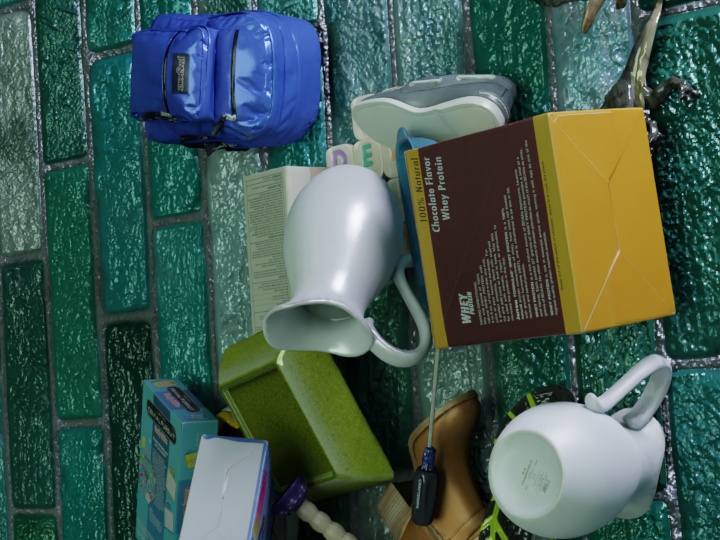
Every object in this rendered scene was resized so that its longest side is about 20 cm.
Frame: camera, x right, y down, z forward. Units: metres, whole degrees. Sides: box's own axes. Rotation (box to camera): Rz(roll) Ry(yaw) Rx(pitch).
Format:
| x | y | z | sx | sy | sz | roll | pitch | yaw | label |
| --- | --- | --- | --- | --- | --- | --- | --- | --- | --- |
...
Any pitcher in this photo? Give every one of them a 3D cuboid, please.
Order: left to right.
| x | y | z | sx | sy | sz | roll | pitch | yaw | label |
| --- | --- | --- | --- | --- | --- | --- | --- | --- | --- |
| 0.000 | 0.000 | 1.626 | 0.122 | 0.170 | 0.201 | 121 | 166 | -48 | pitcher |
| 0.212 | 0.158 | 1.467 | 0.121 | 0.199 | 0.173 | 26 | 104 | 35 | pitcher |

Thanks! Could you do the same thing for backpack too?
| x | y | z | sx | sy | sz | roll | pitch | yaw | label |
| --- | --- | --- | --- | --- | --- | --- | --- | --- | --- |
| -0.151 | -0.209 | 1.787 | 0.199 | 0.167 | 0.164 | 6 | 100 | 35 | backpack |

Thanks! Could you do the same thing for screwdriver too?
| x | y | z | sx | sy | sz | roll | pitch | yaw | label |
| --- | --- | --- | --- | --- | --- | --- | --- | --- | --- |
| 0.072 | 0.161 | 1.587 | 0.029 | 0.028 | 0.202 | -138 | 50 | -59 | screwdriver |

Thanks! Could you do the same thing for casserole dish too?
| x | y | z | sx | sy | sz | roll | pitch | yaw | label |
| --- | --- | --- | --- | --- | --- | --- | --- | --- | --- |
| 0.074 | -0.050 | 1.634 | 0.121 | 0.038 | 0.202 | 171 | 90 | -82 | casserole dish |

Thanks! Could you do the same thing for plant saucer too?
| x | y | z | sx | sy | sz | roll | pitch | yaw | label |
| --- | --- | --- | --- | --- | --- | --- | --- | --- | --- |
| -0.074 | 0.162 | 1.719 | 0.200 | 0.048 | 0.201 | -27 | 92 | 56 | plant saucer |

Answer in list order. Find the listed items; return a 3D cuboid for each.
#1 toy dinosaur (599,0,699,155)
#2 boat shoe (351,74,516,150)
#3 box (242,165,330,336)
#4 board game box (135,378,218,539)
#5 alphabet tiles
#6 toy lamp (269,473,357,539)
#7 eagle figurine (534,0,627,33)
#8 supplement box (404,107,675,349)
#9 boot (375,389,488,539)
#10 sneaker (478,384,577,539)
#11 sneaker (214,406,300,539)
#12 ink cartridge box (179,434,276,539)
| x | y | z | sx | sy | sz | roll | pitch | yaw | label |
| --- | --- | --- | --- | --- | --- | --- | --- | --- | --- |
| 0.268 | -0.160 | 1.524 | 0.088 | 0.047 | 0.201 | 36 | 108 | 40 | toy dinosaur |
| 0.078 | -0.169 | 1.661 | 0.199 | 0.073 | 0.062 | 1 | 47 | 43 | boat shoe |
| -0.070 | -0.010 | 1.762 | 0.095 | 0.077 | 0.202 | -6 | 86 | 52 | box |
| -0.215 | 0.245 | 1.855 | 0.151 | 0.047 | 0.202 | -148 | 60 | -61 | board game box |
| 0.044 | -0.101 | 1.722 | 0.199 | 0.015 | 0.198 | -10 | 84 | 39 | alphabet tiles |
| -0.003 | 0.296 | 1.684 | 0.200 | 0.058 | 0.058 | 41 | 117 | -1 | toy lamp |
| 0.214 | -0.330 | 1.536 | 0.151 | 0.152 | 0.200 | -31 | 28 | -6 | eagle figurine |
| 0.167 | -0.038 | 1.513 | 0.199 | 0.132 | 0.199 | -11 | 88 | 50 | supplement box |
| 0.109 | 0.236 | 1.633 | 0.155 | 0.073 | 0.201 | 47 | 128 | 30 | boot |
| 0.172 | 0.212 | 1.585 | 0.075 | 0.076 | 0.202 | 12 | 79 | 40 | sneaker |
| -0.129 | 0.250 | 1.816 | 0.077 | 0.082 | 0.202 | -22 | 77 | 36 | sneaker |
| -0.136 | 0.276 | 1.686 | 0.076 | 0.201 | 0.137 | 8 | 61 | 4 | ink cartridge box |
